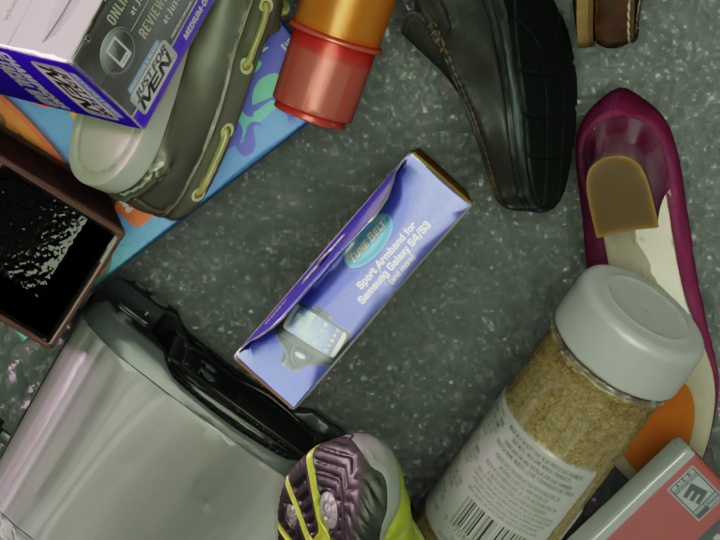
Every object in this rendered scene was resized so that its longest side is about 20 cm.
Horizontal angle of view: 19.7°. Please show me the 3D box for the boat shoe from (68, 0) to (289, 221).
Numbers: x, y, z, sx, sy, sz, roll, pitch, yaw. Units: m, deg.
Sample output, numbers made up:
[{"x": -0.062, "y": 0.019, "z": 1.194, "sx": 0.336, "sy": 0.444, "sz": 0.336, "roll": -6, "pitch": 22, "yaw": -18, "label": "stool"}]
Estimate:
[{"x": -0.071, "y": -0.122, "z": 0.972, "sx": 0.060, "sy": 0.072, "sz": 0.202, "roll": 30, "pitch": 78, "yaw": -42, "label": "boat shoe"}]

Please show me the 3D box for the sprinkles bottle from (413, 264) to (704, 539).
[{"x": 0.083, "y": 0.092, "z": 0.995, "sx": 0.068, "sy": 0.068, "sz": 0.200, "roll": 32, "pitch": 117, "yaw": -2, "label": "sprinkles bottle"}]

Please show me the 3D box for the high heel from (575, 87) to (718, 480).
[{"x": 0.141, "y": 0.011, "z": 1.039, "sx": 0.067, "sy": 0.096, "sz": 0.201, "roll": -10, "pitch": 114, "yaw": 16, "label": "high heel"}]

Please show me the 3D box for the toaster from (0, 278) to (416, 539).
[{"x": -0.087, "y": 0.108, "z": 1.012, "sx": 0.200, "sy": 0.114, "sz": 0.129, "roll": 36, "pitch": 99, "yaw": -8, "label": "toaster"}]

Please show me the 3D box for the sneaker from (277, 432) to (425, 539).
[{"x": 0.010, "y": 0.146, "z": 0.954, "sx": 0.076, "sy": 0.075, "sz": 0.201, "roll": -18, "pitch": 135, "yaw": -19, "label": "sneaker"}]

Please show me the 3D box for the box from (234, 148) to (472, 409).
[{"x": 0.000, "y": 0.000, "z": 0.955, "sx": 0.041, "sy": 0.200, "sz": 0.119, "roll": 41, "pitch": 95, "yaw": -2, "label": "box"}]

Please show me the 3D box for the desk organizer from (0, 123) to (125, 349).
[{"x": -0.209, "y": -0.048, "z": 0.946, "sx": 0.200, "sy": 0.077, "sz": 0.072, "roll": 32, "pitch": 95, "yaw": -17, "label": "desk organizer"}]

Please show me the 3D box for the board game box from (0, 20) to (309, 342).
[{"x": -0.133, "y": -0.085, "z": 1.028, "sx": 0.200, "sy": 0.045, "sz": 0.152, "roll": -38, "pitch": 93, "yaw": 4, "label": "board game box"}]

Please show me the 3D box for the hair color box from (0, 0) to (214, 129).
[{"x": -0.160, "y": -0.141, "z": 0.951, "sx": 0.199, "sy": 0.065, "sz": 0.110, "roll": 16, "pitch": 72, "yaw": 38, "label": "hair color box"}]

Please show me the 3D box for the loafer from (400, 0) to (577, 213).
[{"x": 0.056, "y": -0.124, "z": 1.016, "sx": 0.072, "sy": 0.073, "sz": 0.201, "roll": -12, "pitch": 87, "yaw": 29, "label": "loafer"}]

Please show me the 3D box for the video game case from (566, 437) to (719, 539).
[{"x": 0.167, "y": 0.193, "z": 1.025, "sx": 0.143, "sy": 0.017, "sz": 0.200, "roll": -44, "pitch": 114, "yaw": 4, "label": "video game case"}]

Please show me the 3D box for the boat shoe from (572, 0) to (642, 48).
[{"x": 0.138, "y": -0.207, "z": 0.999, "sx": 0.070, "sy": 0.070, "sz": 0.201, "roll": 4, "pitch": 95, "yaw": 5, "label": "boat shoe"}]

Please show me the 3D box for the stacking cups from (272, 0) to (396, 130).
[{"x": 0.010, "y": -0.165, "z": 0.971, "sx": 0.060, "sy": 0.061, "sz": 0.201, "roll": 18, "pitch": 104, "yaw": 0, "label": "stacking cups"}]
